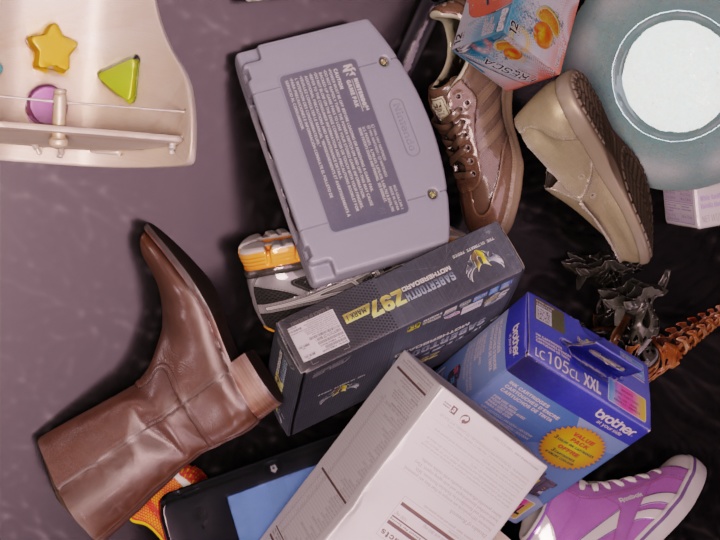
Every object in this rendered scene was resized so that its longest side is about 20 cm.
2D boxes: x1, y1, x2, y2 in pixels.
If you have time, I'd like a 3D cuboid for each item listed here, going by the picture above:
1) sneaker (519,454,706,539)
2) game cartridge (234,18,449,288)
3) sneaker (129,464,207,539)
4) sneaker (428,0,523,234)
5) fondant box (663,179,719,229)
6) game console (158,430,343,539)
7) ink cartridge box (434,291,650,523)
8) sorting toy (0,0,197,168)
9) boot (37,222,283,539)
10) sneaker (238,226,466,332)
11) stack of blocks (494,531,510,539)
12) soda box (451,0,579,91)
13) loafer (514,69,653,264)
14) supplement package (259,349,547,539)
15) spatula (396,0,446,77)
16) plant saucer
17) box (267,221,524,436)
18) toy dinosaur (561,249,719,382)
[{"bbox_3d":[0.217,0.196,1.442,0.114,0.073,0.200,49,52,5],"label":"sneaker"},{"bbox_3d":[-0.008,-0.095,1.307,0.132,0.042,0.201,-14,74,-18],"label":"game cartridge"},{"bbox_3d":[-0.115,0.247,1.347,0.077,0.073,0.201,-33,102,7],"label":"sneaker"},{"bbox_3d":[0.086,-0.124,1.362,0.075,0.070,0.202,2,86,-28],"label":"sneaker"},{"bbox_3d":[0.336,-0.147,1.458,0.143,0.058,0.202,-10,99,-18],"label":"fondant box"},{"bbox_3d":[-0.049,0.234,1.312,0.199,0.031,0.178,-17,96,-26],"label":"game console"},{"bbox_3d":[0.143,0.107,1.350,0.136,0.077,0.200,30,128,-21],"label":"ink cartridge box"},{"bbox_3d":[-0.226,-0.172,1.232,0.198,0.107,0.182,3,88,-20],"label":"sorting toy"},{"bbox_3d":[-0.187,0.089,1.295,0.199,0.064,0.187,-35,77,7],"label":"boot"},{"bbox_3d":[0.000,0.000,1.348,0.198,0.078,0.078,-7,103,-11],"label":"sneaker"},{"bbox_3d":[0.115,0.301,1.433,0.200,0.059,0.115,43,81,-19],"label":"stack of blocks"},{"bbox_3d":[0.139,-0.248,1.329,0.068,0.063,0.201,32,63,-31],"label":"soda box"},{"bbox_3d":[0.188,-0.081,1.372,0.068,0.076,0.201,-15,128,25],"label":"loafer"},{"bbox_3d":[0.026,0.181,1.248,0.109,0.114,0.200,37,92,-17],"label":"supplement package"},{"bbox_3d":[0.025,-0.146,1.360,0.056,0.021,0.201,24,83,-1],"label":"spatula"},{"bbox_3d":[0.266,-0.164,1.388,0.199,0.039,0.203,2,101,11],"label":"plant saucer"},{"bbox_3d":[0.024,0.049,1.317,0.199,0.158,0.051,-24,72,-16],"label":"box"},{"bbox_3d":[0.222,0.058,1.441,0.199,0.102,0.137,-25,121,-34],"label":"toy dinosaur"}]
